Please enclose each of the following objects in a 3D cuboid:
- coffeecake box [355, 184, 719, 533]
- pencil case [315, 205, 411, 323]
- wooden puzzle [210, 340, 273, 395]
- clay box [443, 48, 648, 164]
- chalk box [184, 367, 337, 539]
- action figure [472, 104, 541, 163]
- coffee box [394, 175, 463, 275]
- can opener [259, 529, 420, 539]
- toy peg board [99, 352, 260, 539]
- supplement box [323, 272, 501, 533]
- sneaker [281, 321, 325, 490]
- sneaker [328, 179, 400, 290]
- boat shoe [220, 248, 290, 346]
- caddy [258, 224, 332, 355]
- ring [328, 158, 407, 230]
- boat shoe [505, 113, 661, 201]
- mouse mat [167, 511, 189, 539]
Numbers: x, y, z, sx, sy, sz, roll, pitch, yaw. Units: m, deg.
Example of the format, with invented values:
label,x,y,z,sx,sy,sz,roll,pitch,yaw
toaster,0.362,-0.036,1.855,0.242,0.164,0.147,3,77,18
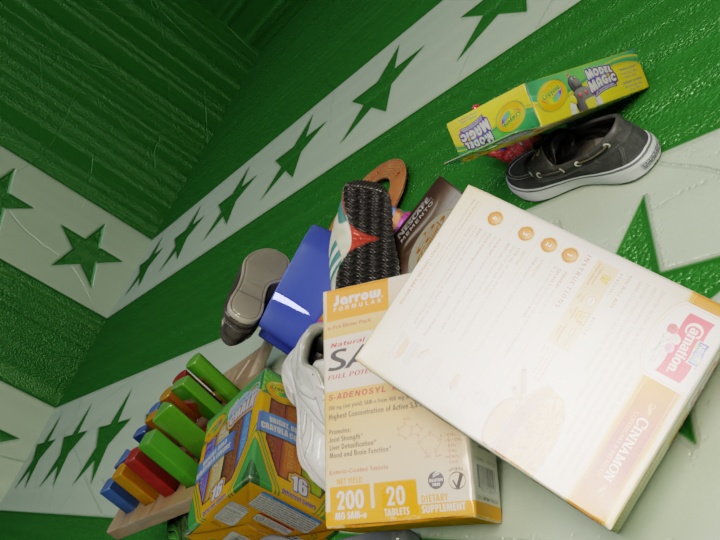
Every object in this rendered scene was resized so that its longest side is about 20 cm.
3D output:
label,x,y,z,sx,sy,sz,roll,pitch,yaw
coffeecake box,0.124,0.056,0.514,0.200,0.073,0.154,31,84,29
pencil case,0.020,0.018,0.908,0.200,0.088,0.088,-60,22,-9
wooden puzzle,-0.195,0.211,1.118,0.200,0.046,0.185,-42,20,41
clay box,0.178,-0.162,0.741,0.200,0.048,0.115,-23,3,-33
chalk box,-0.098,0.206,0.831,0.124,0.125,0.200,-43,26,28
action figure,0.168,-0.168,0.906,0.065,0.052,0.200,-48,22,4
coffee box,0.105,-0.009,0.775,0.114,0.080,0.200,-52,22,10
can opener,-0.029,0.272,0.687,0.200,0.066,0.053,-27,36,41
toy peg board,-0.246,0.211,0.951,0.199,0.098,0.200,-29,23,32
supplement box,0.039,0.108,0.616,0.126,0.074,0.200,-13,64,23
sneaker,-0.031,0.137,0.762,0.200,0.078,0.099,61,149,37
sneaker,0.000,0.000,0.826,0.093,0.070,0.200,108,165,-55
boat shoe,-0.152,0.033,1.043,0.057,0.067,0.200,-58,6,29
caddy,-0.057,0.037,1.018,0.200,0.105,0.141,-63,-1,-17
ring,0.009,-0.088,1.164,0.200,0.019,0.200,-43,26,26
boat shoe,0.208,-0.118,0.748,0.069,0.057,0.200,-61,22,-15
mouse mat,-0.219,0.361,0.905,0.200,0.008,0.161,-171,81,-67
